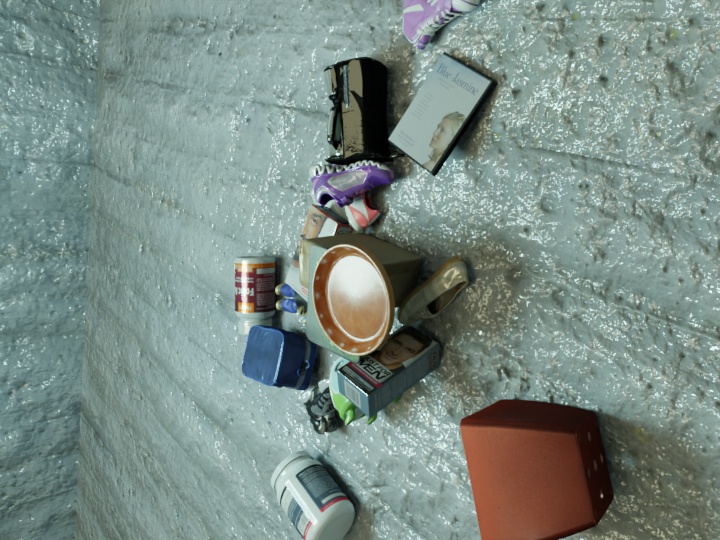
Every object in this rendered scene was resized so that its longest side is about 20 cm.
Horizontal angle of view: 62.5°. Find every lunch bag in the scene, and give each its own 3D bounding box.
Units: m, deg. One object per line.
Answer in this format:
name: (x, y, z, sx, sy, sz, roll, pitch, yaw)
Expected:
lunch bag: (-0.197, 0.224, 1.515, 0.197, 0.130, 0.141, 9, 83, 48)

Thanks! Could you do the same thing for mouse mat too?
mouse mat: (-0.051, 0.065, 1.160, 0.158, 0.007, 0.208, 18, 110, 41)

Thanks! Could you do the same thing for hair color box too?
hair color box: (0.058, 0.193, 1.174, 0.098, 0.197, 0.062, 29, 136, 41)
hair color box: (-0.098, -0.037, 1.393, 0.110, 0.063, 0.206, 34, 111, 39)

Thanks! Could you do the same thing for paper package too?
paper package: (0.000, 0.000, 1.236, 0.197, 0.187, 0.107, 24, 115, 43)

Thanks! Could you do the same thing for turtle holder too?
turtle holder: (0.008, 0.232, 1.279, 0.133, 0.138, 0.188, 54, 129, 31)

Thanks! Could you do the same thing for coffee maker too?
coffee maker: (0.014, -0.336, 1.264, 0.185, 0.135, 0.208, -1, 93, 6)

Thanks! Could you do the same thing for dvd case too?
dvd case: (0.151, -0.300, 1.132, 0.142, 0.017, 0.203, 43, 104, 37)

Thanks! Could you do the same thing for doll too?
doll: (-0.146, 0.064, 1.505, 0.196, 0.047, 0.142, 1, 94, 48)

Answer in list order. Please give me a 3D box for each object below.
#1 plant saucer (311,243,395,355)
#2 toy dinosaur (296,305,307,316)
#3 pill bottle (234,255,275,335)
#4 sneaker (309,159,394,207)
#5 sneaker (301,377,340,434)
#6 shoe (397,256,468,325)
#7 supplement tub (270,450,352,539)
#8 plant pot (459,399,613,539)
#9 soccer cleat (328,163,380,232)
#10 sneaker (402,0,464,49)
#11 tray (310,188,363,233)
plant saucer: (-0.013, 0.053, 1.094, 0.196, 0.032, 0.208, 11, 106, 41)
toy dinosaur: (-0.101, 0.112, 1.433, 0.097, 0.201, 0.060, 3, 69, 8)
pill bottle: (-0.287, 0.067, 1.613, 0.112, 0.112, 0.208, 4, 96, 47)
sneaker: (-0.020, -0.181, 1.274, 0.193, 0.080, 0.092, -2, 76, 21)
sneaker: (-0.069, 0.323, 1.422, 0.199, 0.074, 0.117, -37, 66, 49)
shoe: (0.141, 0.055, 1.171, 0.201, 0.068, 0.054, -49, 51, 35)
supplement tub: (-0.118, 0.556, 1.438, 0.199, 0.137, 0.144, 40, 120, 38)
plant pot: (0.292, 0.316, 0.947, 0.172, 0.197, 0.207, -15, 81, 33)
soccer cleat: (-0.015, -0.187, 1.345, 0.072, 0.068, 0.205, -29, 65, 19)
sneaker: (0.150, -0.482, 1.136, 0.200, 0.071, 0.118, 37, 123, 52)
tray: (-0.065, -0.144, 1.423, 0.108, 0.022, 0.204, -46, 60, 38)
